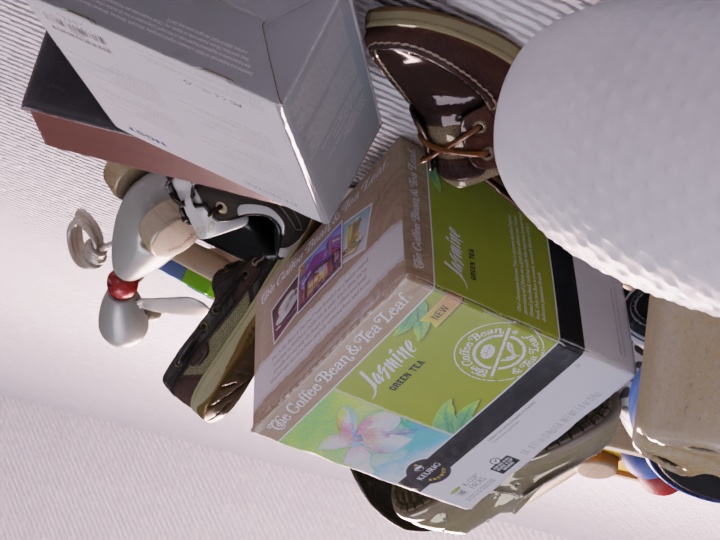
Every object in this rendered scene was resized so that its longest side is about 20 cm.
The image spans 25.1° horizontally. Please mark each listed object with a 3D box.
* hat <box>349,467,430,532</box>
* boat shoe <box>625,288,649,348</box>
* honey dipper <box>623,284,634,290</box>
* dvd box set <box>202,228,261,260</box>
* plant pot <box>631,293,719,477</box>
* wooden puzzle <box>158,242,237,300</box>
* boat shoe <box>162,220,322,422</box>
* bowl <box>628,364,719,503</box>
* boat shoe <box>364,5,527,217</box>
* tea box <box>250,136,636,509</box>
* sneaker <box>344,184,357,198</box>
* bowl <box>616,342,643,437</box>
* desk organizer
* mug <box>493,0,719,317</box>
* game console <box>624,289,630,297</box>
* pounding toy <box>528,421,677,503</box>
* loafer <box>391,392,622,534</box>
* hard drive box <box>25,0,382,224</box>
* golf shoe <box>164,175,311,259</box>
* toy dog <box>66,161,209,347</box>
[{"bbox_3d":[0.050,0.108,1.339,0.081,0.201,0.200,-29,141,31],"label":"hat"},{"bbox_3d":[0.258,0.020,1.105,0.200,0.072,0.068,0,159,41],"label":"boat shoe"},{"bbox_3d":[0.287,0.035,1.226,0.200,0.038,0.038,23,166,-8],"label":"honey dipper"},{"bbox_3d":[-0.040,0.009,1.449,0.200,0.029,0.146,28,178,-40],"label":"dvd box set"},{"bbox_3d":[0.241,0.031,0.926,0.200,0.184,0.200,16,167,4],"label":"plant pot"},{"bbox_3d":[-0.101,0.023,1.473,0.185,0.046,0.200,27,180,14],"label":"wooden puzzle"},{"bbox_3d":[-0.092,0.022,1.296,0.065,0.200,0.073,29,173,16],"label":"boat shoe"},{"bbox_3d":[0.282,0.096,1.089,0.200,0.039,0.201,0,141,0],"label":"bowl"},{"bbox_3d":[0.068,-0.081,0.921,0.072,0.072,0.200,5,162,39],"label":"boat shoe"},{"bbox_3d":[0.053,0.044,1.151,0.196,0.134,0.200,23,133,-23],"label":"tea box"},{"bbox_3d":[0.000,0.000,1.307,0.076,0.088,0.200,15,167,7],"label":"sneaker"},{"bbox_3d":[0.272,0.109,1.225,0.200,0.094,0.201,14,148,9],"label":"bowl"},{"bbox_3d":[-0.108,-0.100,1.048,0.200,0.072,0.077,15,165,2],"label":"desk organizer"},{"bbox_3d":[0.174,-0.061,0.769,0.175,0.148,0.200,17,-160,37],"label":"mug"},{"bbox_3d":[0.179,0.027,1.355,0.200,0.117,0.176,16,-163,7],"label":"game console"},{"bbox_3d":[0.237,0.154,1.529,0.200,0.142,0.184,10,165,25],"label":"pounding toy"},{"bbox_3d":[0.119,0.145,1.264,0.200,0.076,0.068,-28,134,20],"label":"loafer"},{"bbox_3d":[-0.080,-0.116,0.901,0.156,0.077,0.200,25,168,11],"label":"hard drive box"},{"bbox_3d":[-0.110,-0.075,1.130,0.200,0.095,0.078,25,166,-27],"label":"golf shoe"},{"bbox_3d":[-0.161,-0.023,1.332,0.096,0.132,0.200,-14,165,-29],"label":"toy dog"}]
